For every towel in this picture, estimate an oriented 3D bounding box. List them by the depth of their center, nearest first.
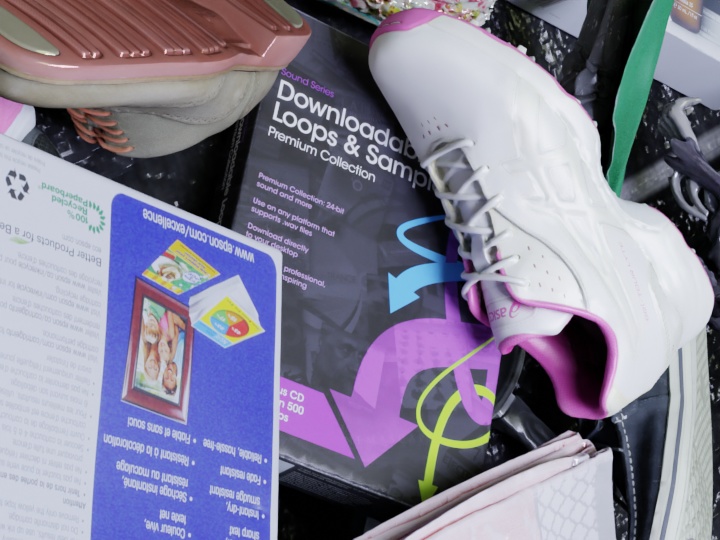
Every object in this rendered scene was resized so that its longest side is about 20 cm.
[{"bbox_3d":[0.052,0.185,0.744,0.190,0.032,0.202,-19,108,-48],"label":"towel"}]

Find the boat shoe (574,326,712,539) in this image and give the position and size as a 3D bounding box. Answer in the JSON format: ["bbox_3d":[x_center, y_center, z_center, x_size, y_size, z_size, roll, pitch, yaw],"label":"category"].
[{"bbox_3d":[0.133,0.079,0.871,0.075,0.062,0.201,67,23,-47],"label":"boat shoe"}]

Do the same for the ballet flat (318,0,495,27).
[{"bbox_3d":[-0.009,-0.154,0.820,0.199,0.064,0.076,11,53,-44],"label":"ballet flat"}]

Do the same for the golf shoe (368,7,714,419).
[{"bbox_3d":[0.069,-0.022,0.786,0.200,0.075,0.092,46,58,-12],"label":"golf shoe"}]

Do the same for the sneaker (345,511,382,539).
[{"bbox_3d":[0.081,0.140,0.851,0.199,0.082,0.072,25,67,-38],"label":"sneaker"}]

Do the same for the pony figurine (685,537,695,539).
[{"bbox_3d":[0.106,0.223,0.695,0.199,0.167,0.194,5,125,-54],"label":"pony figurine"}]

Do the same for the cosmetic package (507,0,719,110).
[{"bbox_3d":[0.157,-0.192,0.996,0.199,0.051,0.152,19,69,-40],"label":"cosmetic package"}]

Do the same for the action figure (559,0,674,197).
[{"bbox_3d":[0.105,-0.056,0.887,0.054,0.118,0.202,7,109,-4],"label":"action figure"}]

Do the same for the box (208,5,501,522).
[{"bbox_3d":[0.000,0.000,0.797,0.142,0.036,0.202,23,61,-25],"label":"box"}]

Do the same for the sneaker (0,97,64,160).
[{"bbox_3d":[-0.152,0.023,0.652,0.086,0.080,0.201,48,55,-29],"label":"sneaker"}]

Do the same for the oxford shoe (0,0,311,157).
[{"bbox_3d":[-0.085,-0.071,0.698,0.071,0.074,0.200,40,22,18],"label":"oxford shoe"}]

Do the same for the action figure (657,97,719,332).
[{"bbox_3d":[0.211,-0.041,0.991,0.200,0.102,0.119,-40,150,0],"label":"action figure"}]

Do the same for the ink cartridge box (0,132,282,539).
[{"bbox_3d":[-0.101,0.064,0.618,0.197,0.047,0.202,24,61,-50],"label":"ink cartridge box"}]

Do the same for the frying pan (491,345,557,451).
[{"bbox_3d":[0.060,0.036,0.879,0.189,0.031,0.116,32,62,-34],"label":"frying pan"}]
